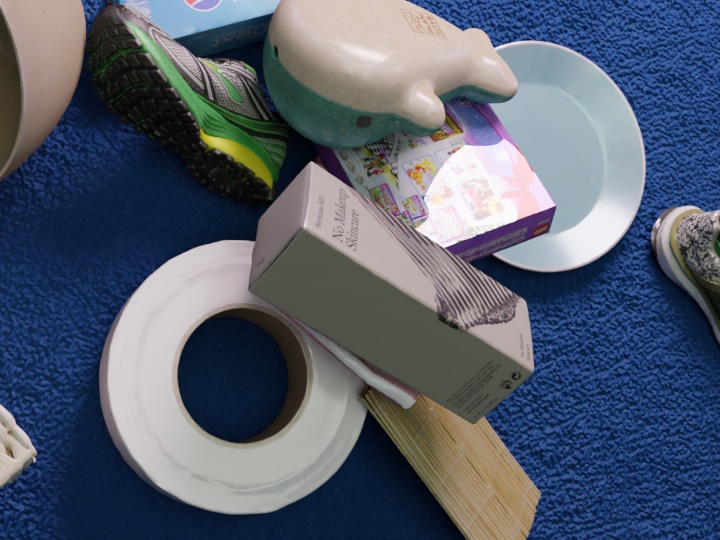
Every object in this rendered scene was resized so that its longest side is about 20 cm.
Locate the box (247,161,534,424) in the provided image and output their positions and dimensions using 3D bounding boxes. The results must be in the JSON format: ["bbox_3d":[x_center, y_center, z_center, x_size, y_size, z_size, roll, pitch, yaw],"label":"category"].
[{"bbox_3d":[0.024,0.018,0.827,0.199,0.068,0.083,31,33,-22],"label":"box"}]

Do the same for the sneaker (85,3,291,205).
[{"bbox_3d":[-0.126,-0.133,0.901,0.200,0.077,0.086,43,56,-45],"label":"sneaker"}]

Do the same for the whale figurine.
[{"bbox_3d":[0.019,-0.147,0.908,0.198,0.104,0.160,-2,47,-32],"label":"whale figurine"}]

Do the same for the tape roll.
[{"bbox_3d":[-0.094,0.080,0.906,0.200,0.071,0.205,3,81,-16],"label":"tape roll"}]

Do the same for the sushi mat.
[{"bbox_3d":[0.074,0.141,0.941,0.201,0.012,0.096,54,42,-17],"label":"sushi mat"}]

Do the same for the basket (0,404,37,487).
[{"bbox_3d":[-0.301,0.116,0.773,0.123,0.200,0.136,-42,96,-24],"label":"basket"}]

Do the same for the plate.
[{"bbox_3d":[0.153,-0.097,1.032,0.198,0.026,0.202,3,81,-17],"label":"plate"}]

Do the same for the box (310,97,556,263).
[{"bbox_3d":[0.045,-0.092,0.941,0.136,0.039,0.201,-20,60,-15],"label":"box"}]

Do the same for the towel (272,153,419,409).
[{"bbox_3d":[0.000,0.000,0.905,0.146,0.030,0.201,38,31,-12],"label":"towel"}]

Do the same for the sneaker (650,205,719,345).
[{"bbox_3d":[0.341,0.021,1.041,0.200,0.089,0.077,44,72,-8],"label":"sneaker"}]

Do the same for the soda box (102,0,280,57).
[{"bbox_3d":[-0.098,-0.217,0.947,0.198,0.068,0.065,-18,86,-19],"label":"soda box"}]

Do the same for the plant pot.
[{"bbox_3d":[-0.271,-0.166,0.840,0.201,0.200,0.134,53,36,-4],"label":"plant pot"}]
